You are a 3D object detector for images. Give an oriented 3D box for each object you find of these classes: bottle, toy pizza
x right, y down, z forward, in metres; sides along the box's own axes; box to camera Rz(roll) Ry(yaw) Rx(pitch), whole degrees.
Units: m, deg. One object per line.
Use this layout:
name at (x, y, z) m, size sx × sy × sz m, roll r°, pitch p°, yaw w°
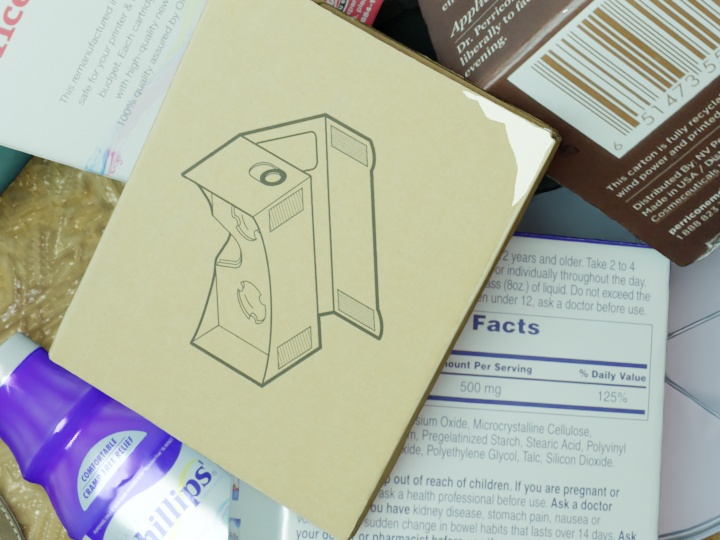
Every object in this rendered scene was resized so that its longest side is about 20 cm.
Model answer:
bottle at (-0.109, 0.110, 1.104) m, size 0.200 × 0.065 × 0.084 m, roll 39°, pitch 84°, yaw 4°
toy pizza at (0.137, 0.045, 1.135) m, size 0.200 × 0.032 × 0.200 m, roll 0°, pitch 82°, yaw -2°

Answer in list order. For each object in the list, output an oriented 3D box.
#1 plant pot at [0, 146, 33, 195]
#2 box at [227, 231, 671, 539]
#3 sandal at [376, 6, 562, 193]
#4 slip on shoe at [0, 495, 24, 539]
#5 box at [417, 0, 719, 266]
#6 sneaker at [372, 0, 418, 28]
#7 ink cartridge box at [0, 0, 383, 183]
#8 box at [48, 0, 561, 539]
plant pot at (-0.250, -0.090, 1.070) m, size 0.201 × 0.201 × 0.161 m, roll 31°, pitch 89°, yaw 3°
box at (0.039, 0.082, 1.040) m, size 0.184 × 0.105 × 0.200 m, roll 5°, pitch 84°, yaw -15°
sandal at (0.034, -0.109, 1.126) m, size 0.200 × 0.048 × 0.075 m, roll 40°, pitch 97°, yaw 18°
slip on shoe at (-0.196, 0.172, 1.097) m, size 0.076 × 0.061 × 0.200 m, roll -23°, pitch 83°, yaw -4°
box at (0.132, -0.147, 1.004) m, size 0.166 × 0.164 × 0.200 m, roll -41°, pitch 39°, yaw 25°
sneaker at (-0.036, -0.197, 1.124) m, size 0.091 × 0.076 × 0.200 m, roll -31°, pitch 57°, yaw 2°
ink cartridge box at (-0.100, -0.121, 0.975) m, size 0.200 × 0.086 × 0.148 m, roll 18°, pitch 106°, yaw -40°
box at (-0.029, -0.009, 0.941) m, size 0.163 × 0.021 × 0.200 m, roll 30°, pitch 106°, yaw 14°
